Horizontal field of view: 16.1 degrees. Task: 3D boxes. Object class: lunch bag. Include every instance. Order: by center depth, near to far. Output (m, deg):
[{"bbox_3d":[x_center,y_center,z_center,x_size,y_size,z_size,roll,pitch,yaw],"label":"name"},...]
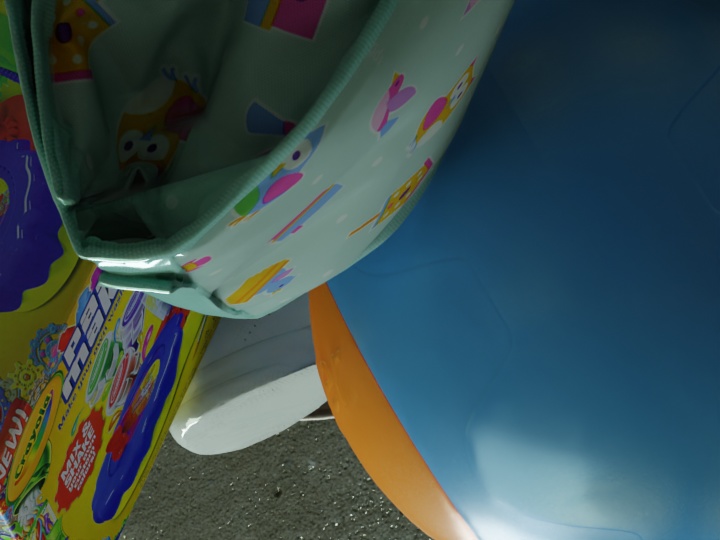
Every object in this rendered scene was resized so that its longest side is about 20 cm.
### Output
[{"bbox_3d":[-0.020,-0.084,0.661,0.122,0.200,0.170,22,177,6],"label":"lunch bag"}]

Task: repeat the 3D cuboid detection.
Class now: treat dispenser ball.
[{"bbox_3d":[0.083,0.004,0.804,0.200,0.201,0.201,23,176,2],"label":"treat dispenser ball"}]

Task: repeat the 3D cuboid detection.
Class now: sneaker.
[{"bbox_3d":[0.000,0.000,1.079,0.075,0.200,0.089,78,170,-63],"label":"sneaker"}]

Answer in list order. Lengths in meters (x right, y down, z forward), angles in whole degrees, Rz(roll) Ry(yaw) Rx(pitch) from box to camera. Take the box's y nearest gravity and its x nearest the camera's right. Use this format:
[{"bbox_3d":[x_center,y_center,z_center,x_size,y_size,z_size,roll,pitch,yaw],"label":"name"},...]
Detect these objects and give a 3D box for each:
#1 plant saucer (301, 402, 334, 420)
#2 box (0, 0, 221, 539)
[{"bbox_3d":[-0.029,-0.025,1.123,0.200,0.201,0.037,24,-150,-12],"label":"plant saucer"},{"bbox_3d":[-0.135,0.005,0.961,0.122,0.200,0.193,20,160,11],"label":"box"}]
